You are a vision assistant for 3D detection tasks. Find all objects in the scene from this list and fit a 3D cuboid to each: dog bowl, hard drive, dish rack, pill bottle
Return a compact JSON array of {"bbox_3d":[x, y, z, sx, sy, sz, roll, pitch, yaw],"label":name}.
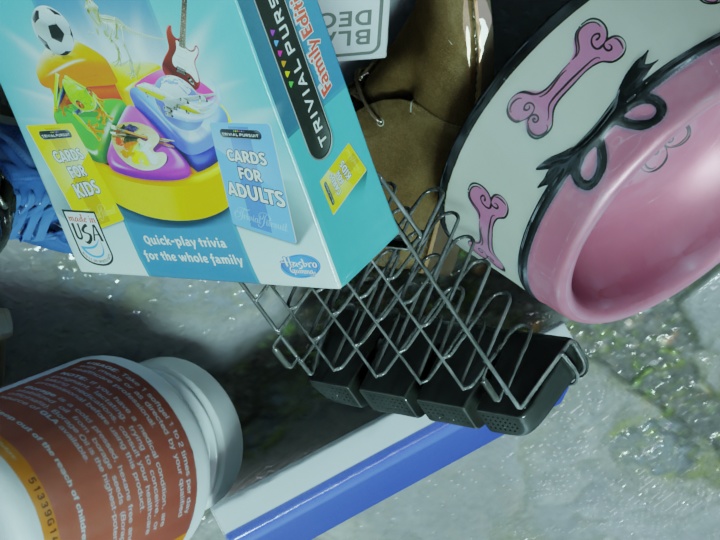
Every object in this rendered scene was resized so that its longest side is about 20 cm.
[{"bbox_3d":[0.136,-0.057,0.925,0.200,0.074,0.201,-31,152,-18],"label":"dog bowl"},{"bbox_3d":[0.019,0.096,1.048,0.199,0.025,0.132,-28,167,-7],"label":"hard drive"},{"bbox_3d":[0.000,0.000,0.919,0.153,0.055,0.200,6,144,40],"label":"dish rack"},{"bbox_3d":[-0.143,0.105,0.961,0.112,0.112,0.200,-51,165,28],"label":"pill bottle"}]

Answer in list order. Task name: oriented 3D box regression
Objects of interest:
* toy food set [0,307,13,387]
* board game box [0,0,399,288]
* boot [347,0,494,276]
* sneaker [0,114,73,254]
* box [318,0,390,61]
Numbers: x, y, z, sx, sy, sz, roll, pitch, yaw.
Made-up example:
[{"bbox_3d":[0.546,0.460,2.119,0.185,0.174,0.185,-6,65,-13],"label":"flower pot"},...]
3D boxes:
[{"bbox_3d":[-0.251,0.100,1.015,0.143,0.061,0.201,-2,131,-15],"label":"toy food set"},{"bbox_3d":[-0.084,-0.091,0.801,0.150,0.047,0.201,3,124,39],"label":"board game box"},{"bbox_3d":[0.019,-0.076,0.934,0.075,0.074,0.201,4,133,-7],"label":"boot"},{"bbox_3d":[-0.162,-0.025,0.891,0.199,0.112,0.077,25,121,-34],"label":"sneaker"},{"bbox_3d":[-0.042,-0.180,0.821,0.116,0.060,0.201,-5,133,-12],"label":"box"}]
